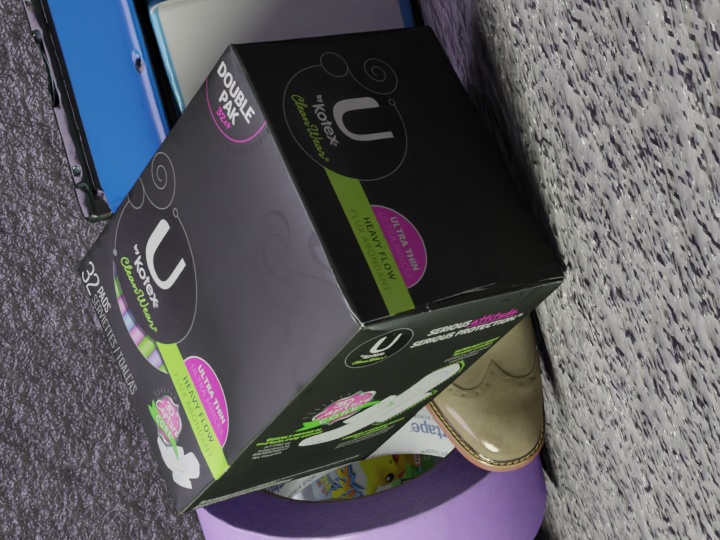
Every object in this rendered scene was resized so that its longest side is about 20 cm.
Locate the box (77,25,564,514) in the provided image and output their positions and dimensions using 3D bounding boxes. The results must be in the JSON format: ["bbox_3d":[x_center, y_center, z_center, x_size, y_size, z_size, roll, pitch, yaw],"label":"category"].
[{"bbox_3d":[-0.028,0.001,0.783,0.200,0.124,0.149,-46,63,47],"label":"box"}]

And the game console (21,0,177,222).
[{"bbox_3d":[-0.135,-0.141,0.989,0.170,0.118,0.202,-20,-85,-62],"label":"game console"}]

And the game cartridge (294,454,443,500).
[{"bbox_3d":[-0.003,0.125,1.075,0.040,0.133,0.202,-21,79,52],"label":"game cartridge"}]

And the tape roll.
[{"bbox_3d":[0.004,0.117,0.929,0.200,0.199,0.066,-116,10,-63],"label":"tape roll"}]

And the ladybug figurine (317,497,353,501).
[{"bbox_3d":[0.031,0.221,0.982,0.200,0.072,0.136,52,-138,-15],"label":"ladybug figurine"}]

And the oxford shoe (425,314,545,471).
[{"bbox_3d":[0.049,0.003,0.822,0.075,0.070,0.201,112,140,-74],"label":"oxford shoe"}]

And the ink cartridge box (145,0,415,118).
[{"bbox_3d":[-0.048,-0.131,1.000,0.200,0.145,0.148,-117,11,-68],"label":"ink cartridge box"}]
